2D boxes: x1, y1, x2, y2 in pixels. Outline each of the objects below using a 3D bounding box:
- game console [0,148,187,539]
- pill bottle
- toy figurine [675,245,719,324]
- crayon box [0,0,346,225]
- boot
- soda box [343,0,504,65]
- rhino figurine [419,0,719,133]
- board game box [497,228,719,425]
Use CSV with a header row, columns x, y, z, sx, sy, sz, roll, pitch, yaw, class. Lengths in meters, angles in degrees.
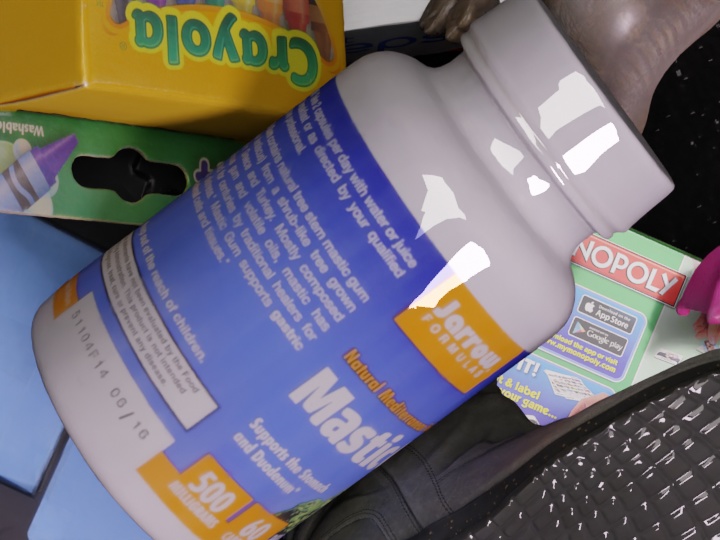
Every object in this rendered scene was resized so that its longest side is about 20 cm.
x,y,z,sx,sy,sz,roll,pitch,yaw,class
-0.097,0.041,0.850,0.176,0.031,0.201,29,76,-27,game console
0.000,0.000,0.780,0.199,0.112,0.112,-36,85,9,pill bottle
0.183,0.067,0.840,0.184,0.150,0.200,45,108,17,toy figurine
-0.064,-0.117,0.796,0.051,0.125,0.202,-7,82,41,crayon box
0.049,0.057,0.801,0.199,0.131,0.068,-33,123,13,boot
0.051,-0.121,0.896,0.198,0.068,0.064,-8,84,-4,soda box
0.067,-0.073,0.839,0.087,0.060,0.201,28,110,-15,rhino figurine
0.112,0.062,0.896,0.199,0.029,0.135,24,82,1,board game box
